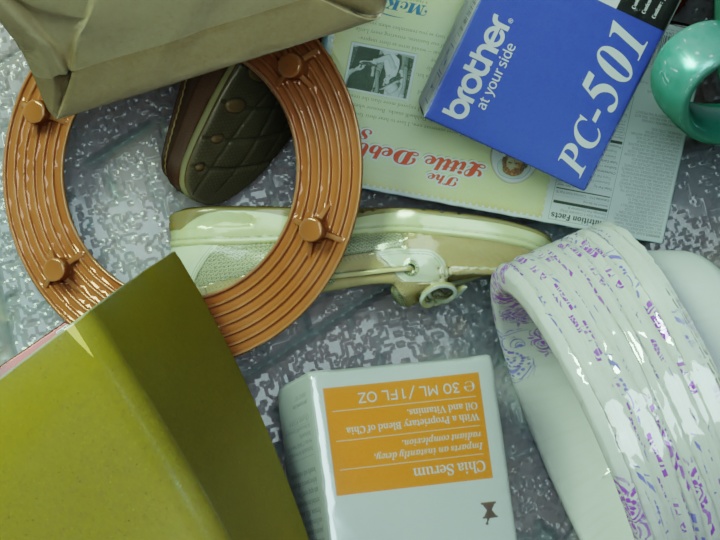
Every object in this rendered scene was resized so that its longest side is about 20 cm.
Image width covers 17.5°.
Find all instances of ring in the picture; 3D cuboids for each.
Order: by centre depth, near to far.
[{"bbox_3d":[-0.095,-0.051,1.194,0.199,0.019,0.202,0,89,18],"label":"ring"}]

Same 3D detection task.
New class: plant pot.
[{"bbox_3d":[-0.129,0.131,1.103,0.200,0.200,0.177,-38,93,11],"label":"plant pot"}]

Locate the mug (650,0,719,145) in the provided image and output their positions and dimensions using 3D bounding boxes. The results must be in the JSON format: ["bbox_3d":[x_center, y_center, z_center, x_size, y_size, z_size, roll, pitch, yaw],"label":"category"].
[{"bbox_3d":[0.240,-0.123,1.192,0.184,0.115,0.153,0,52,6],"label":"mug"}]

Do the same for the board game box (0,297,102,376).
[{"bbox_3d":[-0.121,0.125,1.217,0.103,0.019,0.200,-35,85,-7],"label":"board game box"}]

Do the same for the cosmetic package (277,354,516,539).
[{"bbox_3d":[0.024,0.149,1.188,0.101,0.071,0.201,-6,82,-17],"label":"cosmetic package"}]

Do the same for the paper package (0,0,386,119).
[{"bbox_3d":[-0.087,-0.196,1.157,0.190,0.104,0.201,-17,44,16],"label":"paper package"}]

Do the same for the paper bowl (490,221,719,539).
[{"bbox_3d":[0.148,0.071,1.152,0.104,0.201,0.201,-24,83,-6],"label":"paper bowl"}]

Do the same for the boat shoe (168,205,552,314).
[{"bbox_3d":[-0.001,0.000,1.221,0.200,0.073,0.063,2,88,-1],"label":"boat shoe"}]

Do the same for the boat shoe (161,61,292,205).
[{"bbox_3d":[-0.057,-0.132,1.244,0.067,0.072,0.201,22,87,33],"label":"boat shoe"}]

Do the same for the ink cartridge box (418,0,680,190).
[{"bbox_3d":[0.113,-0.151,1.171,0.094,0.044,0.201,23,103,-9],"label":"ink cartridge box"}]

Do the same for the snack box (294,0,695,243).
[{"bbox_3d":[0.073,-0.089,1.230,0.199,0.037,0.117,10,100,-7],"label":"snack box"}]

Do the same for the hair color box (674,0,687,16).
[{"bbox_3d":[0.112,-0.233,1.268,0.200,0.061,0.102,31,79,0],"label":"hair color box"}]
